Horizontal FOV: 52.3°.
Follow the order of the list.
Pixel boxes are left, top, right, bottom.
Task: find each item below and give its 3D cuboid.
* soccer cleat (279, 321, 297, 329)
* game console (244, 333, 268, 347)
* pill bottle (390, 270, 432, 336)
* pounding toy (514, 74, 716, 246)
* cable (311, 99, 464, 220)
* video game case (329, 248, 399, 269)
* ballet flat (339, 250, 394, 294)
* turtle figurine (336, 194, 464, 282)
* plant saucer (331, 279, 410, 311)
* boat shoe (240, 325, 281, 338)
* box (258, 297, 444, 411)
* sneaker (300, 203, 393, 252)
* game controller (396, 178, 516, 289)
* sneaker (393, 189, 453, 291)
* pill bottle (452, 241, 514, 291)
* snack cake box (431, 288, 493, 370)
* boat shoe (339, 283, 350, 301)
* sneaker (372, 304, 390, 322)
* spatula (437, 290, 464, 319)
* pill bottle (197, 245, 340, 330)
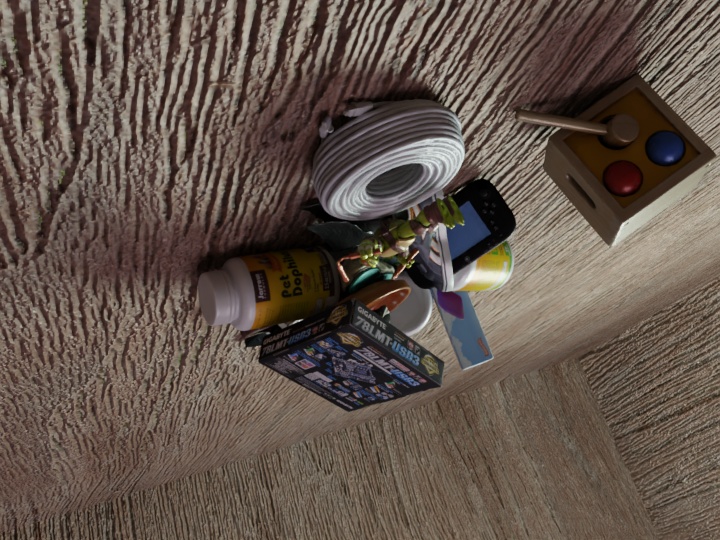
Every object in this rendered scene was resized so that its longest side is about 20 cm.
[{"bbox_3d":[-0.112,0.089,1.270,0.069,0.078,0.200,-6,151,38],"label":"soccer cleat"},{"bbox_3d":[-0.101,0.149,1.464,0.199,0.119,0.170,-3,154,-40],"label":"game console"},{"bbox_3d":[0.078,0.058,1.359,0.115,0.117,0.200,-22,178,5],"label":"pill bottle"},{"bbox_3d":[0.340,-0.165,1.006,0.183,0.201,0.142,-35,161,-2],"label":"pounding toy"},{"bbox_3d":[0.036,-0.133,0.907,0.198,0.070,0.200,-14,160,-19],"label":"cable"},{"bbox_3d":[-0.018,-0.005,1.280,0.198,0.022,0.182,-25,161,11],"label":"video game case"},{"bbox_3d":[0.000,0.000,1.151,0.067,0.062,0.200,-44,166,9],"label":"ballet flat"},{"bbox_3d":[0.058,-0.045,0.991,0.160,0.065,0.199,-29,163,24],"label":"turtle figurine"},{"bbox_3d":[-0.011,0.071,1.168,0.199,0.033,0.200,-30,167,-7],"label":"plant saucer"},{"bbox_3d":[-0.144,0.094,1.337,0.072,0.073,0.199,-32,159,33],"label":"boat shoe"},{"bbox_3d":[-0.014,0.133,1.077,0.198,0.050,0.199,-26,132,38],"label":"box"},{"bbox_3d":[-0.008,-0.061,1.084,0.103,0.061,0.200,-18,163,10],"label":"sneaker"},{"bbox_3d":[0.148,-0.055,1.170,0.199,0.105,0.042,-35,170,25],"label":"game controller"},{"bbox_3d":[0.093,-0.049,1.107,0.079,0.079,0.202,-13,124,1],"label":"sneaker"},{"bbox_3d":[0.177,-0.020,1.301,0.111,0.112,0.199,-34,157,36],"label":"pill bottle"},{"bbox_3d":[0.197,0.094,1.472,0.067,0.202,0.115,-21,171,5],"label":"snack cake box"},{"bbox_3d":[-0.022,0.043,1.246,0.069,0.056,0.200,-63,174,-13],"label":"boat shoe"},{"bbox_3d":[0.020,0.112,1.147,0.073,0.080,0.200,-26,164,-12],"label":"sneaker"},{"bbox_3d":[0.151,0.027,1.352,0.056,0.200,0.021,26,109,-17],"label":"spatula"},{"bbox_3d":[-0.137,0.028,1.105,0.198,0.110,0.109,-10,159,-30],"label":"pill bottle"}]
